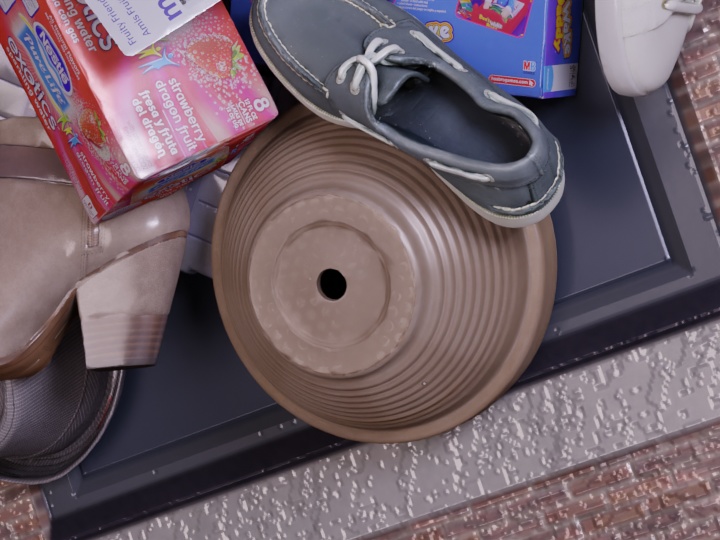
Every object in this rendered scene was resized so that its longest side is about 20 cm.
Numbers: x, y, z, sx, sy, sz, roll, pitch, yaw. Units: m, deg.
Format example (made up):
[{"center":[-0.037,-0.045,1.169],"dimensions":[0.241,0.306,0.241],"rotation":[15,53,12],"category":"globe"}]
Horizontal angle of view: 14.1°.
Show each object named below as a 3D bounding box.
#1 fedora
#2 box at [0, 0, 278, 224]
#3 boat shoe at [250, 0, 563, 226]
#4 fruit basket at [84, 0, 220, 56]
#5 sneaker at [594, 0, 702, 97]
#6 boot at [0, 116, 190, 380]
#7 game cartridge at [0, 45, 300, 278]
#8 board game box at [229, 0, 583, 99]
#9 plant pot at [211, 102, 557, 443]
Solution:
[{"center":[-0.229,0.033,1.730],"dimensions":[0.176,0.090,0.201],"rotation":[-5,93,30],"category":"fedora"},{"center":[-0.139,-0.140,1.582],"dimensions":[0.201,0.095,0.100],"rotation":[62,157,4],"category":"box"},{"center":[0.022,-0.100,1.518],"dimensions":[0.200,0.062,0.073],"rotation":[37,80,17],"category":"boat shoe"},{"center":[-0.092,-0.237,1.518],"dimensions":[0.186,0.200,0.094],"rotation":[54,160,9],"category":"fruit basket"},{"center":[0.177,-0.181,1.486],"dimensions":[0.084,0.073,0.201],"rotation":[19,103,29],"category":"sneaker"},{"center":[-0.195,-0.013,1.644],"dimensions":[0.199,0.070,0.147],"rotation":[-4,84,-1],"category":"boot"},{"center":[-0.136,-0.082,1.680],"dimensions":[0.199,0.038,0.130],"rotation":[23,111,12],"category":"game cartridge"},{"center":[0.025,-0.172,1.590],"dimensions":[0.199,0.045,0.135],"rotation":[9,100,28],"category":"board game box"},{"center":[0.000,0.000,1.581],"dimensions":[0.200,0.093,0.202],"rotation":[3,98,21],"category":"plant pot"}]
